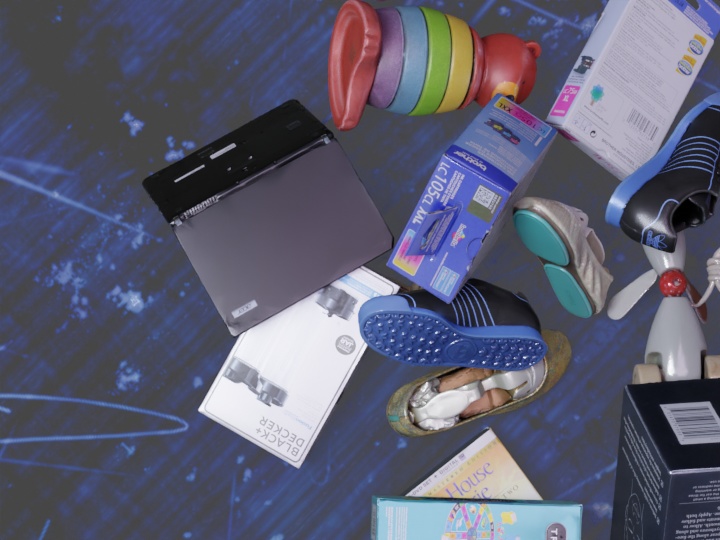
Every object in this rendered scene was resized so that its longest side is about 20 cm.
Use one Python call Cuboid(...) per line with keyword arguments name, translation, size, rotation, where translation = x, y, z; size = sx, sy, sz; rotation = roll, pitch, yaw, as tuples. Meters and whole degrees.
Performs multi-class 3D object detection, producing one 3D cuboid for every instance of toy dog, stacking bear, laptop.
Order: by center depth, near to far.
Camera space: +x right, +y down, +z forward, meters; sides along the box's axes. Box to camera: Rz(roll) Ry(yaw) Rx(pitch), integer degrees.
Cuboid(name="laptop", translation=(-0.091, -0.056, 1.601), size=(0.177, 0.200, 0.104), rotation=(-29, 118, -8))
Cuboid(name="stacking bear", translation=(0.078, -0.200, 1.646), size=(0.199, 0.114, 0.122), rotation=(4, 127, -17))
Cuboid(name="toy dog", translation=(0.310, 0.058, 1.675), size=(0.131, 0.096, 0.201), rotation=(18, 71, 2))

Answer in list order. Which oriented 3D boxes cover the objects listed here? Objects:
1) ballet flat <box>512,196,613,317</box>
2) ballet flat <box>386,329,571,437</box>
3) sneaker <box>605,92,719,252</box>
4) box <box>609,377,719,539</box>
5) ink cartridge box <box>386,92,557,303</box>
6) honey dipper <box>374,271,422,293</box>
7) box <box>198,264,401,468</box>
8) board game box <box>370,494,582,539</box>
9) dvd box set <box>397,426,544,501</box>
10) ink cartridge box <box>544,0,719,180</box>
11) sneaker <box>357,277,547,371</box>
Cuboid(name="ballet flat", translation=(0.197, -0.028, 1.623), size=(0.067, 0.200, 0.062), rotation=(23, 70, 32))
Cuboid(name="ballet flat", translation=(0.122, 0.113, 1.649), size=(0.199, 0.071, 0.071), rotation=(-21, 89, -8))
Cuboid(name="sneaker", translation=(0.327, -0.093, 1.651), size=(0.078, 0.070, 0.200), rotation=(34, 63, 25))
Cuboid(name="box", translation=(0.308, 0.226, 1.580), size=(0.106, 0.149, 0.201), rotation=(-3, 119, -7))
Cuboid(name="ink cartridge box", translation=(0.101, -0.063, 1.570), size=(0.076, 0.200, 0.137), rotation=(30, 122, 5))
Cuboid(name="honey dipper", translation=(0.000, 0.000, 1.661), size=(0.199, 0.038, 0.038), rotation=(24, 84, 0))
Cuboid(name="box", translation=(-0.056, 0.075, 1.616), size=(0.116, 0.060, 0.201), rotation=(30, 92, 1))
Cuboid(name="board game box", translation=(0.108, 0.295, 1.612), size=(0.199, 0.047, 0.152), rotation=(3, 87, -7))
Cuboid(name="dvd box set", translation=(0.129, 0.277, 1.656), size=(0.146, 0.029, 0.200), rotation=(-36, 91, -7))
Cuboid(name="ink cartridge box", translation=(0.276, -0.202, 1.679), size=(0.119, 0.042, 0.201), rotation=(32, 85, -31))
Cuboid(name="sneaker", translation=(0.082, 0.043, 1.598), size=(0.199, 0.070, 0.078), rotation=(12, 41, -27))
